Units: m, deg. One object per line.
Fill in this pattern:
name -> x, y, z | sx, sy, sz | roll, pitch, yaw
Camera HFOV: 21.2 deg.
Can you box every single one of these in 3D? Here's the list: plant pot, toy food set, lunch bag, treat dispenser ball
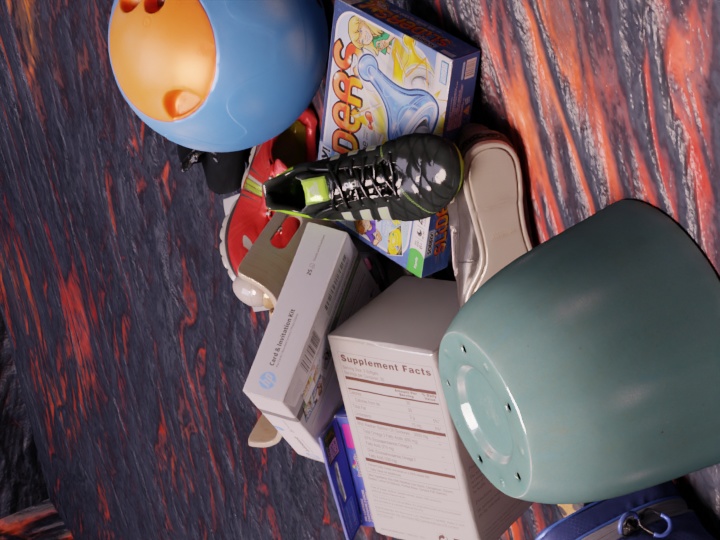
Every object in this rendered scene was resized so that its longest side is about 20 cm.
plant pot -> 0.152, 0.071, 1.354 | 0.201, 0.160, 0.201 | 54, 157, 36
toy food set -> -0.069, 0.039, 1.703 | 0.060, 0.144, 0.201 | 14, 131, 16
lunch bag -> 0.199, 0.248, 1.452 | 0.132, 0.135, 0.200 | 52, 154, 36
treat dispenser ball -> -0.128, -0.208, 1.744 | 0.201, 0.200, 0.201 | 53, 156, 36

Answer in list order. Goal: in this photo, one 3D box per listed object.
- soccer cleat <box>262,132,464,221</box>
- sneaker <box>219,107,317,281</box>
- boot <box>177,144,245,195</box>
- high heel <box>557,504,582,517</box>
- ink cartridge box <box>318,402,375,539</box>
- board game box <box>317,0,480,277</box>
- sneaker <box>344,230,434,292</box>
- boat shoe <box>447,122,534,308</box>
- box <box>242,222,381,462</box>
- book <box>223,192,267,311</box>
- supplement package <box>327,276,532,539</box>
soccer cleat -> 0.001, -0.067, 1.523 | 0.200, 0.081, 0.068 | -8, 92, 51
sneaker -> -0.083, -0.072, 1.854 | 0.085, 0.077, 0.201 | 135, 147, -62
boot -> -0.182, -0.195, 2.083 | 0.200, 0.076, 0.168 | 55, 154, 18
high heel -> 0.141, 0.124, 1.540 | 0.200, 0.071, 0.143 | 46, 149, 13
ink cartridge box -> 0.029, 0.146, 1.745 | 0.042, 0.200, 0.120 | 1, 119, 28
board game box -> 0.026, -0.112, 1.573 | 0.135, 0.034, 0.201 | 33, 130, 36
sneaker -> 0.000, 0.000, 1.785 | 0.200, 0.095, 0.079 | 14, 122, 65
boat shoe -> 0.105, -0.023, 1.537 | 0.057, 0.067, 0.201 | -114, 16, -61
box -> -0.033, 0.067, 1.663 | 0.041, 0.156, 0.200 | 16, 164, 19
book -> -0.094, -0.027, 2.090 | 0.200, 0.048, 0.134 | 168, 85, -72
supplement package -> 0.069, 0.122, 1.644 | 0.117, 0.117, 0.201 | 7, 121, 39
